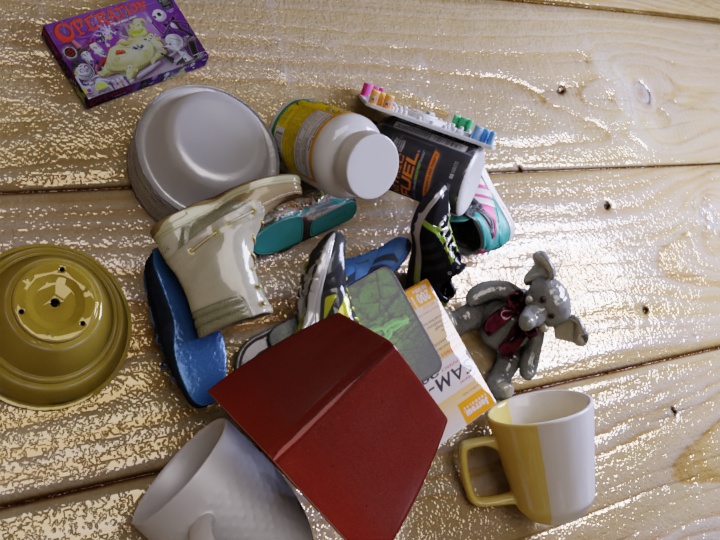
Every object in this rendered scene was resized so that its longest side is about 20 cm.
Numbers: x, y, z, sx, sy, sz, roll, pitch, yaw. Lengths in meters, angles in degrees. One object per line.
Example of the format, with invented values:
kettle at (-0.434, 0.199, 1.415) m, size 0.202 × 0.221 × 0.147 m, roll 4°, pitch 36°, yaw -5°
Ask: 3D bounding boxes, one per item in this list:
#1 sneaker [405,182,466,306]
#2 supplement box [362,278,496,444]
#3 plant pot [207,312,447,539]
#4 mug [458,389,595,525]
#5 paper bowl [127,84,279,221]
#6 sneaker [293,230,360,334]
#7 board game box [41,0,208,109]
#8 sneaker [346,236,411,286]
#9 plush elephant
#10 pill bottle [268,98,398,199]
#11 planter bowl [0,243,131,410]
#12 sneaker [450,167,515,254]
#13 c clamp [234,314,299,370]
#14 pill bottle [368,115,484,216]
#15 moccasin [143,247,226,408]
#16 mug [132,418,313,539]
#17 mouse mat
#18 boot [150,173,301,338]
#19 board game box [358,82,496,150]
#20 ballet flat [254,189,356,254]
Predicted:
sneaker at (0.119, -0.033, 1.151) m, size 0.082 × 0.203 × 0.072 m, roll 24°, pitch 48°, yaw 21°
supplement box at (0.084, 0.133, 1.130) m, size 0.125 × 0.073 × 0.203 m, roll -26°, pitch 83°, yaw -33°
plant pot at (-0.022, 0.168, 0.914) m, size 0.176 × 0.199 × 0.201 m, roll -44°, pitch 119°, yaw -14°
mug at (0.246, 0.265, 1.137) m, size 0.149 × 0.183 × 0.157 m, roll -23°, pitch 103°, yaw -61°
paper bowl at (-0.203, -0.153, 1.079) m, size 0.197 × 0.104 × 0.205 m, roll 11°, pitch 66°, yaw -25°
sneaker at (-0.037, 0.053, 1.030) m, size 0.083 × 0.074 × 0.205 m, roll 13°, pitch 82°, yaw -17°
board game box at (-0.323, -0.311, 1.127) m, size 0.198 × 0.032 × 0.121 m, roll -32°, pitch 82°, yaw -34°
sneaker at (0.000, 0.000, 1.147) m, size 0.078 × 0.066 × 0.200 m, roll 44°, pitch 56°, yaw 0°
plush elephant at (0.244, 0.069, 1.195) m, size 0.199 × 0.155 × 0.166 m, roll -34°, pitch 87°, yaw -34°
pill bottle at (-0.037, -0.164, 1.104) m, size 0.111 × 0.199 × 0.115 m, roll -13°, pitch 116°, yaw -30°
planter bowl at (-0.352, 0.049, 0.922) m, size 0.196 × 0.083 × 0.205 m, roll 11°, pitch 64°, yaw -24°
sneaker at (0.151, -0.107, 1.269) m, size 0.120 × 0.083 × 0.202 m, roll -34°, pitch 89°, yaw -44°
c clamp at (-0.057, 0.138, 1.051) m, size 0.196 × 0.027 × 0.174 m, roll -18°, pitch 87°, yaw -17°
pill bottle at (0.077, -0.163, 1.202) m, size 0.197 × 0.107 × 0.107 m, roll 22°, pitch 55°, yaw 17°
moccasin at (-0.216, 0.071, 0.999) m, size 0.079 × 0.068 × 0.204 m, roll -5°, pitch 72°, yaw -38°
mug at (-0.136, 0.284, 0.876) m, size 0.148 × 0.200 × 0.176 m, roll -43°, pitch 102°, yaw -1°
mouse mat at (-0.004, 0.105, 1.060) m, size 0.198 × 0.008 × 0.163 m, roll -29°, pitch 85°, yaw -18°
boot at (-0.137, -0.021, 0.990) m, size 0.197 × 0.072 × 0.157 m, roll -25°, pitch 85°, yaw -21°
board game box at (0.097, -0.236, 1.221) m, size 0.196 × 0.200 × 0.026 m, roll 17°, pitch 104°, yaw -8°
ballet flat at (-0.091, -0.075, 1.138) m, size 0.198 × 0.077 × 0.064 m, roll -21°, pitch 51°, yaw -38°
